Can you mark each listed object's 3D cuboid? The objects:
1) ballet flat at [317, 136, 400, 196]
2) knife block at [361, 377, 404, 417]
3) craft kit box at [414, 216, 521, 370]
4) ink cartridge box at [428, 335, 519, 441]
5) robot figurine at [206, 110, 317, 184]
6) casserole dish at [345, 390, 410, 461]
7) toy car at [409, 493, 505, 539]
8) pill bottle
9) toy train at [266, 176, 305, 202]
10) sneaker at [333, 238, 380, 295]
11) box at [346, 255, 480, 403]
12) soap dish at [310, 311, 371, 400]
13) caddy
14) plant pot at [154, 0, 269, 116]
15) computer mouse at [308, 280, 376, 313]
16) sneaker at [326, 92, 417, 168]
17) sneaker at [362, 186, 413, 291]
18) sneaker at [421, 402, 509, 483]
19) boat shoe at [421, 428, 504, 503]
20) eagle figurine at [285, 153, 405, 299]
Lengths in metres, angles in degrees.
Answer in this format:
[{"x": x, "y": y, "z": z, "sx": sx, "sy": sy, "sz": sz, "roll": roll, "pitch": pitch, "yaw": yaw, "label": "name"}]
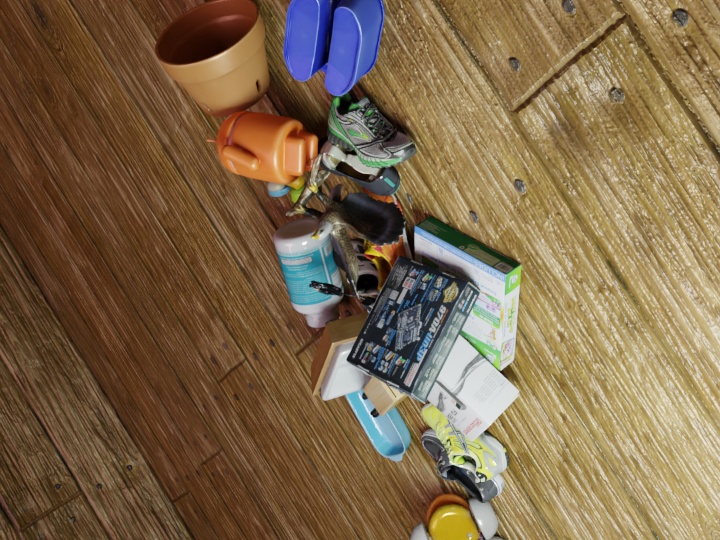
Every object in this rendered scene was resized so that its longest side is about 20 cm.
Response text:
[{"x": -0.017, "y": -0.189, "z": 1.613, "sx": 0.199, "sy": 0.073, "sz": 0.074, "roll": 31, "pitch": 139, "yaw": 32, "label": "ballet flat"}, {"x": 0.043, "y": 0.234, "z": 1.788, "sx": 0.175, "sy": 0.199, "sz": 0.064, "roll": -44, "pitch": 79, "yaw": 27, "label": "knife block"}, {"x": 0.173, "y": 0.037, "z": 1.566, "sx": 0.199, "sy": 0.048, "sz": 0.200, "roll": 32, "pitch": 136, "yaw": 36, "label": "craft kit box"}, {"x": 0.159, "y": 0.183, "z": 1.613, "sx": 0.200, "sy": 0.083, "sz": 0.147, "roll": 43, "pitch": 160, "yaw": 11, "label": "ink cartridge box"}, {"x": -0.171, "y": -0.218, "z": 1.663, "sx": 0.197, "sy": 0.145, "sz": 0.117, "roll": 14, "pitch": 152, "yaw": 28, "label": "robot figurine"}, {"x": 0.040, "y": 0.301, "z": 1.965, "sx": 0.202, "sy": 0.039, "sz": 0.121, "roll": 60, "pitch": 148, "yaw": 0, "label": "casserole dish"}, {"x": 0.195, "y": 0.533, "z": 1.855, "sx": 0.150, "sy": 0.173, "sz": 0.202, "roll": -107, "pitch": -8, "yaw": -79, "label": "toy car"}, {"x": -0.096, "y": 0.007, "z": 1.844, "sx": 0.110, "sy": 0.110, "sz": 0.203, "roll": 15, "pitch": 127, "yaw": 47, "label": "pill bottle"}, {"x": -0.122, "y": -0.174, "z": 1.772, "sx": 0.199, "sy": 0.085, "sz": 0.117, "roll": 25, "pitch": 146, "yaw": 39, "label": "toy train"}, {"x": 0.000, "y": 0.000, "z": 1.733, "sx": 0.199, "sy": 0.088, "sz": 0.075, "roll": 18, "pitch": 131, "yaw": 48, "label": "sneaker"}, {"x": 0.083, "y": 0.091, "z": 1.525, "sx": 0.158, "sy": 0.202, "sz": 0.046, "roll": 21, "pitch": 170, "yaw": 44, "label": "box"}, {"x": -0.012, "y": 0.159, "z": 1.825, "sx": 0.082, "sy": 0.155, "sz": 0.201, "roll": 62, "pitch": 152, "yaw": 27, "label": "soap dish"}, {"x": -0.039, "y": -0.375, "z": 1.470, "sx": 0.140, "sy": 0.106, "sz": 0.202, "roll": 23, "pitch": 138, "yaw": 9, "label": "caddy"}, {"x": -0.250, "y": -0.373, "z": 1.693, "sx": 0.199, "sy": 0.200, "sz": 0.141, "roll": 28, "pitch": 153, "yaw": 39, "label": "plant pot"}, {"x": -0.005, "y": 0.060, "z": 1.724, "sx": 0.059, "sy": 0.197, "sz": 0.035, "roll": -139, "pitch": 69, "yaw": -73, "label": "computer mouse"}, {"x": 0.012, "y": -0.229, "z": 1.537, "sx": 0.199, "sy": 0.078, "sz": 0.086, "roll": 32, "pitch": 138, "yaw": 37, "label": "sneaker"}, {"x": 0.037, "y": -0.064, "z": 1.624, "sx": 0.073, "sy": 0.076, "sz": 0.203, "roll": -28, "pitch": 77, "yaw": 62, "label": "sneaker"}, {"x": 0.180, "y": 0.311, "z": 1.745, "sx": 0.199, "sy": 0.076, "sz": 0.076, "roll": 34, "pitch": 142, "yaw": 36, "label": "sneaker"}, {"x": 0.180, "y": 0.377, "z": 1.806, "sx": 0.199, "sy": 0.066, "sz": 0.071, "roll": 34, "pitch": 140, "yaw": 33, "label": "boat shoe"}, {"x": -0.028, "y": -0.070, "z": 1.586, "sx": 0.199, "sy": 0.151, "sz": 0.152, "roll": 38, "pitch": 160, "yaw": 10, "label": "eagle figurine"}]
